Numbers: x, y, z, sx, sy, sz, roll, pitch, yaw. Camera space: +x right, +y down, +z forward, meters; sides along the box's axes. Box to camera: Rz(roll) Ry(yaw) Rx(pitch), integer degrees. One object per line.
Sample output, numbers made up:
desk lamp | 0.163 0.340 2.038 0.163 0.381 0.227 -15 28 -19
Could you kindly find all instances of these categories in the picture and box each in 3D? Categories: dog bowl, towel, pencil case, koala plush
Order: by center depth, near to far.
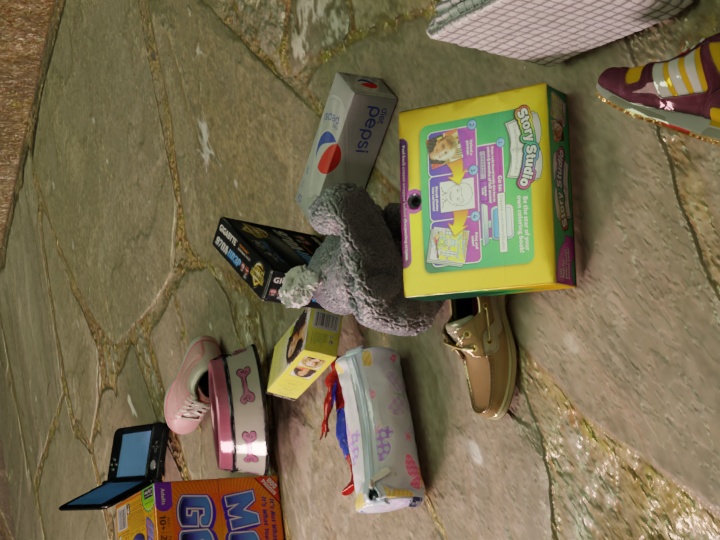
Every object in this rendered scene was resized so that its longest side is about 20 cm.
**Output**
towel | 0.179 -0.263 1.010 0.200 0.165 0.086 -14 72 59
koala plush | 0.000 0.000 1.316 0.200 0.177 0.184 -21 80 55
pencil case | 0.020 0.194 1.333 0.083 0.091 0.201 -25 62 34
dog bowl | -0.187 0.215 1.669 0.200 0.074 0.201 175 90 -79

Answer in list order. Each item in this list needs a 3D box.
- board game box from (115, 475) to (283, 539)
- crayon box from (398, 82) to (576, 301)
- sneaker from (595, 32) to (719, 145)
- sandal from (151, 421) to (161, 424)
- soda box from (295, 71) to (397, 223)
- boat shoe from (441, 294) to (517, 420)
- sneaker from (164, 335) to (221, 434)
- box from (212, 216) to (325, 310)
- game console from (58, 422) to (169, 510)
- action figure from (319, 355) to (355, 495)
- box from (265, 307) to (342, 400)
board game box | -0.246 0.436 1.686 0.200 0.199 0.201 -36 57 55
crayon box | 0.128 -0.075 1.127 0.172 0.058 0.201 -6 81 32
sneaker | 0.284 -0.157 0.918 0.200 0.075 0.090 34 109 50
sandal | -0.410 0.392 2.149 0.080 0.054 0.201 26 96 53
soda box | -0.022 -0.159 1.466 0.063 0.068 0.200 57 135 46
boat shoe | 0.121 0.061 1.187 0.074 0.066 0.201 -23 67 59
sneaker | -0.285 0.221 1.903 0.201 0.075 0.105 -68 29 24
box | -0.093 -0.006 1.486 0.200 0.159 0.046 41 116 55
game console | -0.470 0.374 2.091 0.200 0.116 0.177 -14 64 48
action figure | -0.015 0.196 1.420 0.052 0.065 0.201 -52 38 44
box | -0.080 0.114 1.522 0.200 0.050 0.076 128 153 -59
